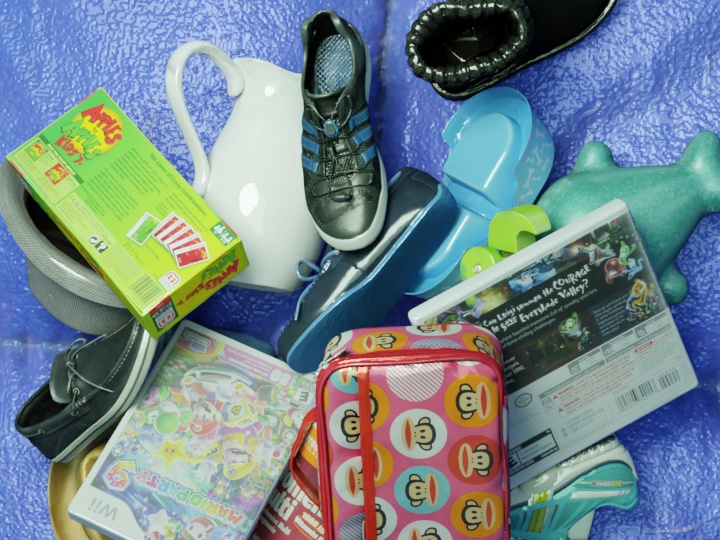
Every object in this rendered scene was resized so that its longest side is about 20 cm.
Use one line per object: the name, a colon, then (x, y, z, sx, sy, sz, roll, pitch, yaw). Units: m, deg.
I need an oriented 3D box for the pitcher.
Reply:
pitcher: (-0.103, -0.089, 1.387, 0.170, 0.121, 0.202, 11, 85, -33)

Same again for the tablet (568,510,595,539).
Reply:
tablet: (0.115, 0.173, 1.417, 0.198, 0.014, 0.131, 15, 89, 7)

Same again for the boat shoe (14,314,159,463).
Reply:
boat shoe: (-0.232, 0.095, 1.364, 0.062, 0.075, 0.200, 30, 129, -22)

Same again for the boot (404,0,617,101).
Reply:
boot: (0.136, -0.218, 1.361, 0.210, 0.158, 0.080, -37, 83, 4)

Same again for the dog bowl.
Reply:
dog bowl: (0.096, -0.060, 1.388, 0.049, 0.111, 0.201, 29, 92, -37)

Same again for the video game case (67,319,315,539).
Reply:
video game case: (-0.132, 0.148, 1.328, 0.142, 0.018, 0.201, 23, 60, 11)

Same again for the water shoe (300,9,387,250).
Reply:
water shoe: (-0.026, -0.117, 1.323, 0.071, 0.079, 0.202, -12, 71, 15)

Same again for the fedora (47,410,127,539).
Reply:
fedora: (-0.194, 0.207, 1.417, 0.198, 0.082, 0.203, 0, 86, 7)

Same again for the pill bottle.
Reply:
pill bottle: (-0.015, 0.183, 1.377, 0.109, 0.110, 0.201, 32, 96, 7)

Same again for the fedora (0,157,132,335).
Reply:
fedora: (-0.240, -0.016, 1.416, 0.200, 0.176, 0.091, 43, 127, 21)

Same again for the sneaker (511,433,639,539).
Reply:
sneaker: (0.146, 0.211, 1.371, 0.199, 0.078, 0.080, -26, 96, 6)

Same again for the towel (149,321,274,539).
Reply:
towel: (-0.134, 0.140, 1.378, 0.111, 0.049, 0.201, 11, 55, -8)

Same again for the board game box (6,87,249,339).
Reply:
board game box: (-0.194, -0.050, 1.326, 0.101, 0.048, 0.200, -38, 65, -13)

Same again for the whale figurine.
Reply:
whale figurine: (0.236, -0.043, 1.368, 0.199, 0.104, 0.160, -29, 84, 4)

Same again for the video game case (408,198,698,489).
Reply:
video game case: (0.161, 0.065, 1.314, 0.199, 0.023, 0.183, -28, 113, -4)

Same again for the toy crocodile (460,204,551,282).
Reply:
toy crocodile: (0.117, 0.042, 1.337, 0.061, 0.067, 0.202, 20, 104, 42)

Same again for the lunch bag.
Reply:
lunch bag: (0.030, 0.143, 1.269, 0.174, 0.082, 0.202, -3, 111, 3)

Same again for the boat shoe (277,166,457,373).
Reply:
boat shoe: (0.000, 0.000, 1.363, 0.200, 0.084, 0.069, -45, 56, -2)
